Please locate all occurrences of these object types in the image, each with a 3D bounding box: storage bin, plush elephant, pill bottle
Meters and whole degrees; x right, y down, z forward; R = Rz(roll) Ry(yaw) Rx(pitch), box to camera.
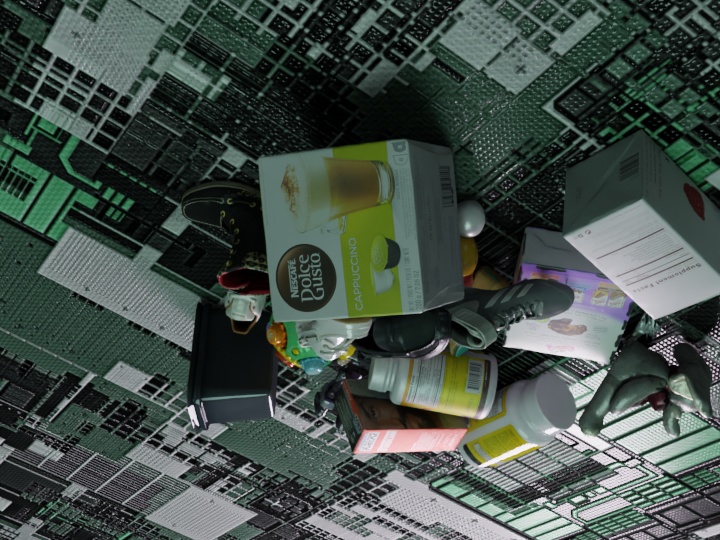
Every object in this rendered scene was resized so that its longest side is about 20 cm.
[{"bbox_3d":[-0.204,0.164,1.641,0.132,0.202,0.146,0,142,1],"label":"storage bin"},{"bbox_3d":[0.447,0.175,1.479,0.154,0.164,0.201,32,120,15],"label":"plush elephant"},{"bbox_3d":[0.115,0.171,1.605,0.197,0.110,0.110,11,142,-3],"label":"pill bottle"},{"bbox_3d":[0.259,0.253,1.670,0.114,0.115,0.200,31,139,-22],"label":"pill bottle"}]

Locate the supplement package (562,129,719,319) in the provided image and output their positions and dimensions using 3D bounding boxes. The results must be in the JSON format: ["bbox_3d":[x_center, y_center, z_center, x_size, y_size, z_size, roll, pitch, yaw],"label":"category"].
[{"bbox_3d":[0.363,-0.054,1.252,0.199,0.122,0.119,36,136,-28],"label":"supplement package"}]

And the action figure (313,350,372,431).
[{"bbox_3d":[-0.015,0.180,1.700,0.129,0.070,0.201,26,126,-6],"label":"action figure"}]

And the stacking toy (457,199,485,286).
[{"bbox_3d":[0.118,-0.014,1.391,0.145,0.147,0.201,21,127,-10],"label":"stacking toy"}]

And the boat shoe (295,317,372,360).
[{"bbox_3d":[-0.036,0.087,1.342,0.070,0.070,0.200,0,180,-21],"label":"boat shoe"}]

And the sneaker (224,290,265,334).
[{"bbox_3d":[-0.171,0.027,1.540,0.072,0.085,0.201,13,141,3],"label":"sneaker"}]

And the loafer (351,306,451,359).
[{"bbox_3d":[0.050,0.085,1.309,0.070,0.069,0.200,3,169,-28],"label":"loafer"}]

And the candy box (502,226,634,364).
[{"bbox_3d":[0.301,0.039,1.427,0.166,0.072,0.201,9,141,5],"label":"candy box"}]

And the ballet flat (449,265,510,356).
[{"bbox_3d":[0.171,0.058,1.505,0.063,0.068,0.201,50,146,17],"label":"ballet flat"}]

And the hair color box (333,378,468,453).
[{"bbox_3d":[0.067,0.240,1.651,0.198,0.111,0.064,3,131,-27],"label":"hair color box"}]

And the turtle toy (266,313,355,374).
[{"bbox_3d":[-0.091,0.100,1.564,0.145,0.101,0.200,40,180,-6],"label":"turtle toy"}]

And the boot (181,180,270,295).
[{"bbox_3d":[-0.172,-0.045,1.395,0.197,0.152,0.074,8,142,6],"label":"boot"}]

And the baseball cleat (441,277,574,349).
[{"bbox_3d":[0.191,0.063,1.324,0.197,0.107,0.070,-4,131,3],"label":"baseball cleat"}]

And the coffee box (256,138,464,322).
[{"bbox_3d":[0.005,-0.049,1.238,0.195,0.202,0.200,-4,-177,20],"label":"coffee box"}]
